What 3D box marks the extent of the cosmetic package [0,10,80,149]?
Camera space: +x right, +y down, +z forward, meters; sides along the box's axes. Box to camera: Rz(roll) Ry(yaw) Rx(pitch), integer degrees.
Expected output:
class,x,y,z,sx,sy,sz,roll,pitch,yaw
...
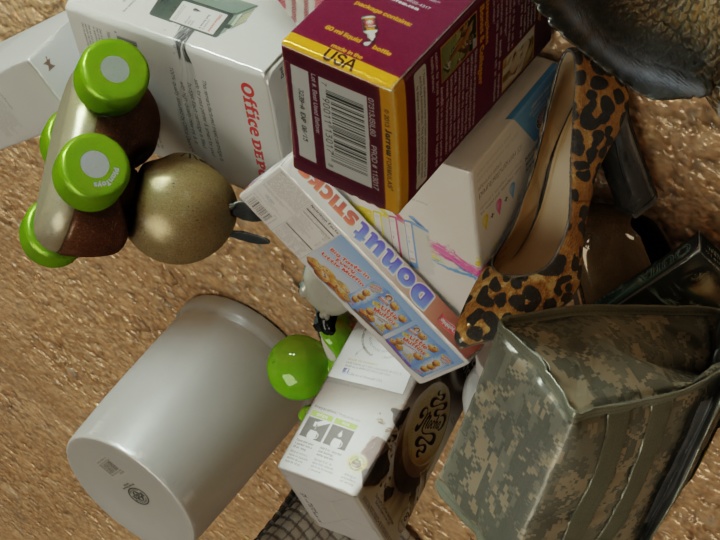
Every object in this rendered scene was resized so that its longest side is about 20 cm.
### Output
class,x,y,z,sx,sy,sz,roll,pitch,yaw
cosmetic package,-0.291,-0.169,1.479,0.200,0.102,0.074,-8,125,51

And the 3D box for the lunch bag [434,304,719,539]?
class,x,y,z,sx,sy,sz,roll,pitch,yaw
lunch bag,0.175,0.112,1.151,0.118,0.200,0.164,52,137,38

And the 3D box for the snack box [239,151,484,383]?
class,x,y,z,sx,sy,sz,roll,pitch,yaw
snack box,0.000,0.000,1.218,0.200,0.024,0.072,46,147,-9

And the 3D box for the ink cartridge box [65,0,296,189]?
class,x,y,z,sx,sy,sz,roll,pitch,yaw
ink cartridge box,-0.123,-0.155,1.338,0.200,0.084,0.146,22,144,25

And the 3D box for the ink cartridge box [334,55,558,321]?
class,x,y,z,sx,sy,sz,roll,pitch,yaw
ink cartridge box,0.068,-0.057,1.222,0.125,0.129,0.200,21,144,27

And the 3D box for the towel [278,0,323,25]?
class,x,y,z,sx,sy,sz,roll,pitch,yaw
towel,-0.061,-0.241,1.135,0.200,0.030,0.146,53,169,13

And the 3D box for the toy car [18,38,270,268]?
class,x,y,z,sx,sy,sz,roll,pitch,yaw
toy car,-0.149,-0.069,1.308,0.200,0.158,0.164,15,157,-17

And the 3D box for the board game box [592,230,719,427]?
class,x,y,z,sx,sy,sz,roll,pitch,yaw
board game box,0.215,0.073,1.228,0.135,0.028,0.200,42,121,-17

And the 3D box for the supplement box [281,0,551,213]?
class,x,y,z,sx,sy,sz,roll,pitch,yaw
supplement box,0.042,-0.149,1.072,0.086,0.200,0.110,26,145,23

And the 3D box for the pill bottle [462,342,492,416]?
class,x,y,z,sx,sy,sz,roll,pitch,yaw
pill bottle,0.141,0.133,1.397,0.104,0.104,0.200,21,142,27

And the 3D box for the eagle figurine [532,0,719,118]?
class,x,y,z,sx,sy,sz,roll,pitch,yaw
eagle figurine,0.188,-0.159,0.991,0.200,0.151,0.152,16,152,16

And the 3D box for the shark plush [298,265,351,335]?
class,x,y,z,sx,sy,sz,roll,pitch,yaw
shark plush,-0.003,-0.002,1.379,0.091,0.083,0.200,19,143,13

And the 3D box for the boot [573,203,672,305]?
class,x,y,z,sx,sy,sz,roll,pitch,yaw
boot,0.207,0.037,1.253,0.075,0.074,0.200,2,129,36

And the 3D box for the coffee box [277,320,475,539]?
class,x,y,z,sx,sy,sz,roll,pitch,yaw
coffee box,0.024,0.116,1.386,0.080,0.200,0.113,16,154,27

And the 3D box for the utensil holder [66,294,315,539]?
class,x,y,z,sx,sy,sz,roll,pitch,yaw
utensil holder,-0.167,0.152,1.642,0.170,0.200,0.170,26,145,20

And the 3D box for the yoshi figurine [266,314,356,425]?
class,x,y,z,sx,sy,sz,roll,pitch,yaw
yoshi figurine,-0.031,0.122,1.559,0.112,0.112,0.200,21,140,38

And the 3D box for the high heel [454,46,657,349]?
class,x,y,z,sx,sy,sz,roll,pitch,yaw
high heel,0.113,-0.051,1.125,0.071,0.200,0.143,23,148,49

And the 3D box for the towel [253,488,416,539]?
class,x,y,z,sx,sy,sz,roll,pitch,yaw
towel,-0.028,0.319,1.736,0.200,0.166,0.086,51,152,-16
